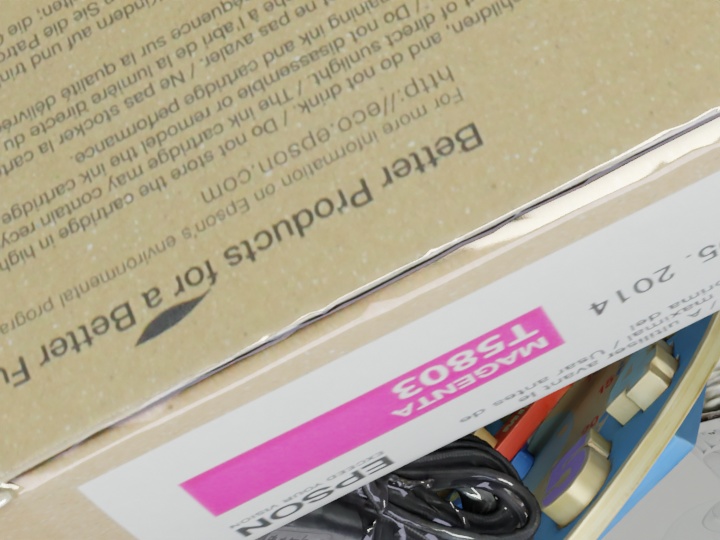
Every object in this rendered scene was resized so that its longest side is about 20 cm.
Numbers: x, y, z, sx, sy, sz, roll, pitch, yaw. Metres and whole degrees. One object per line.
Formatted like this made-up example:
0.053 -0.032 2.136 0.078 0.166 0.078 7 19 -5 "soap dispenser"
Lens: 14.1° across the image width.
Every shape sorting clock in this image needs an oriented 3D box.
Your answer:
0.046 0.064 0.879 0.200 0.039 0.200 -49 -176 4 "shape sorting clock"

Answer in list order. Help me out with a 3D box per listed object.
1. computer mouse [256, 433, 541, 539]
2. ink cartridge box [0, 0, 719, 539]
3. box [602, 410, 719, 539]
0.006 -0.031 0.656 0.109 0.044 0.200 6 102 -25 "computer mouse"
-0.007 -0.051 0.546 0.200 0.165 0.075 -26 153 6 "ink cartridge box"
0.087 0.139 1.123 0.200 0.097 0.177 -12 156 -23 "box"
